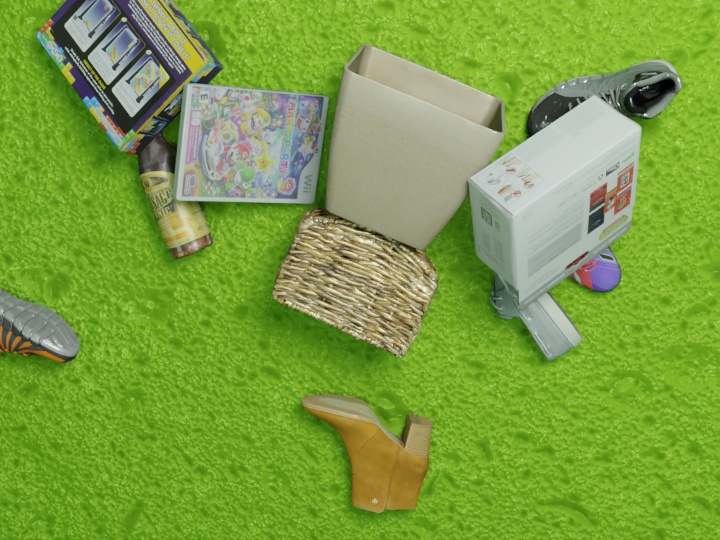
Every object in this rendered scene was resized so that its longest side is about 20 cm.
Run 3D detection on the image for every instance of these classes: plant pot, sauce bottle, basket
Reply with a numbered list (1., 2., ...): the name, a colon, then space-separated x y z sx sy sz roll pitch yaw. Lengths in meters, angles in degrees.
1. plant pot: 0.055 -0.146 1.261 0.197 0.200 0.180 21 112 0
2. sauce bottle: -0.260 -0.118 1.362 0.065 0.066 0.203 -21 98 11
3. basket: 0.000 0.000 1.333 0.197 0.149 0.145 24 100 0

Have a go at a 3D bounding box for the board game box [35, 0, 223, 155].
1. board game box: -0.295 -0.278 1.296 0.165 0.057 0.201 -40 79 13

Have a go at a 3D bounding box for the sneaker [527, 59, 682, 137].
1. sneaker: 0.301 -0.206 1.256 0.197 0.116 0.076 -21 102 10

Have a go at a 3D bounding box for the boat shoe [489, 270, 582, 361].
1. boat shoe: 0.211 0.039 1.355 0.071 0.070 0.201 -40 101 11

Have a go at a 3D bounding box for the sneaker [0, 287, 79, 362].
1. sneaker: -0.494 0.101 1.446 0.198 0.078 0.113 28 111 9

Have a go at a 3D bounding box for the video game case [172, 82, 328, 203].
1. video game case: -0.138 -0.159 1.305 0.197 0.018 0.146 -1 108 -32

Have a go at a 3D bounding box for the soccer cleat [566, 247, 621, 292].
1. soccer cleat: 0.266 -0.043 1.326 0.068 0.073 0.200 -40 98 14

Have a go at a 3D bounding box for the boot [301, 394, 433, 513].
1. boot: 0.000 0.262 1.435 0.197 0.071 0.147 14 103 -4

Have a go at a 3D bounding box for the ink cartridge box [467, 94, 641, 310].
1. ink cartridge box: 0.233 -0.077 1.221 0.198 0.084 0.177 -33 141 -17
